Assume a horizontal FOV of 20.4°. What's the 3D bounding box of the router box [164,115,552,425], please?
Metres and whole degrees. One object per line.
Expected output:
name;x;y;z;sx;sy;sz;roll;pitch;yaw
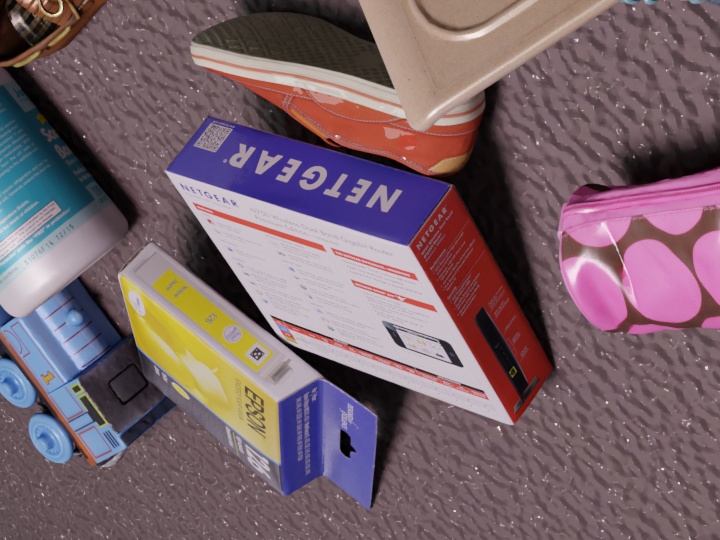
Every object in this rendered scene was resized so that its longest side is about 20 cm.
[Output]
router box;0.000;0.000;1.221;0.200;0.049;0.180;19;153;38

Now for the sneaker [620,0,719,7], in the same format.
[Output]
sneaker;0.135;-0.162;0.940;0.200;0.078;0.086;34;157;33

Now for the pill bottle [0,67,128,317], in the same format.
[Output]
pill bottle;-0.268;-0.073;1.443;0.200;0.111;0.111;51;147;-4

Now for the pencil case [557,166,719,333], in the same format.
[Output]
pencil case;0.183;-0.018;1.002;0.094;0.091;0.200;25;158;-33

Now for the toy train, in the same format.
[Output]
toy train;-0.238;0.065;1.578;0.114;0.087;0.200;-29;98;47

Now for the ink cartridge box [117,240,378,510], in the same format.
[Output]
ink cartridge box;-0.078;0.089;1.409;0.200;0.047;0.198;40;160;16

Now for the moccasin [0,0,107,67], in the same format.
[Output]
moccasin;-0.201;-0.189;1.277;0.074;0.078;0.201;52;147;-5

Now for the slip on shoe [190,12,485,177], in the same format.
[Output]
slip on shoe;-0.018;-0.103;1.158;0.200;0.074;0.061;21;127;29

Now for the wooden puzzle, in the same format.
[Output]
wooden puzzle;0.072;-0.185;0.894;0.200;0.046;0.185;-34;65;29
